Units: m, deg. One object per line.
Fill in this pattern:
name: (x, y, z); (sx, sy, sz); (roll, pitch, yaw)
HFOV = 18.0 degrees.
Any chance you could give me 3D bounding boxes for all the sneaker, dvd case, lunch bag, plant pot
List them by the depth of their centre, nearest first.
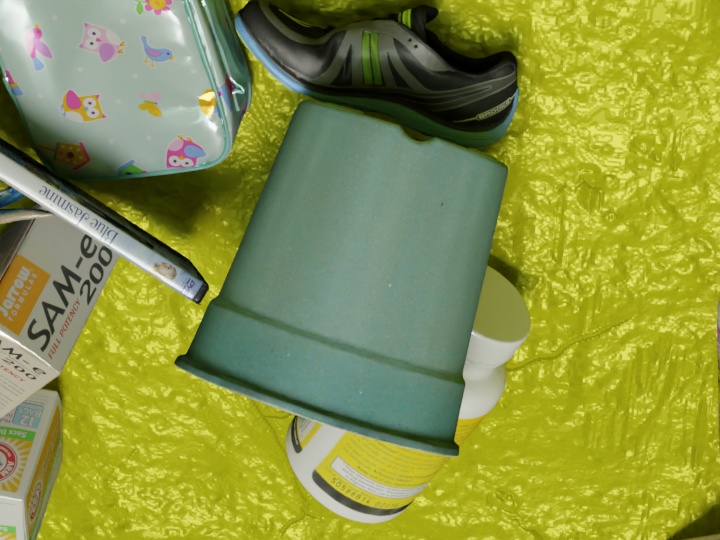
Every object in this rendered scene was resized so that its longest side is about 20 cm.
plant pot: (0.000, 0.000, 1.508); (0.200, 0.200, 0.197); (18, 92, -4)
sneaker: (0.013, -0.148, 1.525); (0.199, 0.071, 0.083); (17, 114, -5)
lunch bag: (-0.161, -0.157, 1.535); (0.160, 0.077, 0.200); (-8, 125, 14)
dvd case: (-0.197, -0.045, 1.564); (0.200, 0.143, 0.018); (33, 91, -12)

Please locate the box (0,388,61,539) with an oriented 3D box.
box: (-0.341, 0.148, 1.763); (0.199, 0.113, 0.101); (10, 139, 2)

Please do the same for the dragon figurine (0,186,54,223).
dragon figurine: (-0.275, -0.044, 1.607); (0.059, 0.100, 0.200); (32, 144, -21)

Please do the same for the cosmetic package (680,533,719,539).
cosmetic package: (0.296, 0.247, 1.695); (0.103, 0.073, 0.200); (24, 164, -10)

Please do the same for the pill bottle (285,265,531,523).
pill bottle: (0.038, 0.085, 1.659); (0.111, 0.111, 0.200); (29, 127, -12)

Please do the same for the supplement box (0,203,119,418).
supplement box: (-0.273, 0.050, 1.655); (0.073, 0.126, 0.200); (38, 137, -18)

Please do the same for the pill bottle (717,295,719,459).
pill bottle: (0.309, 0.099, 1.627); (0.104, 0.104, 0.200); (-1, 126, 10)
